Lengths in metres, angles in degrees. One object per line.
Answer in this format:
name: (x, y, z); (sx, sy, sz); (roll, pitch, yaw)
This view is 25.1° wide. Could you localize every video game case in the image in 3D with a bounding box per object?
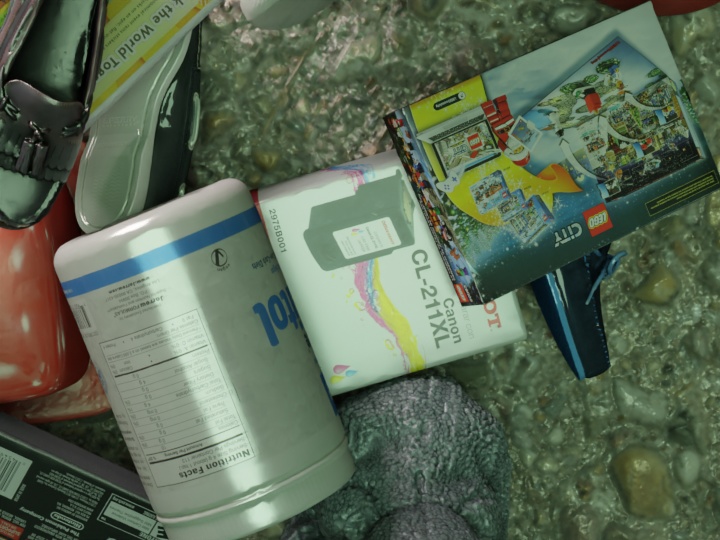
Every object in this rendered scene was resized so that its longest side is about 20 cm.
video game case: (-0.232, 0.186, 1.080); (0.200, 0.026, 0.181); (27, 115, -12)
video game case: (-0.186, -0.205, 1.030); (0.200, 0.023, 0.182); (-45, 110, -10)

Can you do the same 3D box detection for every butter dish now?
butter dish: (-0.266, 0.019, 1.073); (0.199, 0.148, 0.200); (-4, 97, -3)

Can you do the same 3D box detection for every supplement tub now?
supplement tub: (-0.096, 0.056, 1.007); (0.132, 0.132, 0.201); (-22, 96, 0)

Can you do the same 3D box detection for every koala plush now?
koala plush: (0.035, 0.187, 1.069); (0.177, 0.200, 0.184); (6, 116, -4)

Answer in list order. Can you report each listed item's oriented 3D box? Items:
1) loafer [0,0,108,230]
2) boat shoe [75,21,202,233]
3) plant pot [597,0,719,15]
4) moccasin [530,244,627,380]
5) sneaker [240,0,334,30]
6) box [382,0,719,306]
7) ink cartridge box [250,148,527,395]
loafer: (-0.194, -0.121, 0.992); (0.072, 0.063, 0.201); (13, 93, -24)
boat shoe: (-0.143, -0.111, 1.105); (0.075, 0.060, 0.201); (11, 81, 32)
plant pot: (0.212, -0.264, 1.049); (0.200, 0.177, 0.201); (0, 99, -3)
moccasin: (0.148, -0.024, 1.128); (0.068, 0.080, 0.201); (-18, 100, -5)
sneaker: (-0.022, -0.237, 1.074); (0.089, 0.075, 0.200); (47, 61, 2)
box: (0.130, -0.078, 1.072); (0.200, 0.038, 0.137); (-25, 96, -20)
ink cartridge box: (0.000, 0.000, 1.119); (0.199, 0.083, 0.146); (-16, 98, -1)
